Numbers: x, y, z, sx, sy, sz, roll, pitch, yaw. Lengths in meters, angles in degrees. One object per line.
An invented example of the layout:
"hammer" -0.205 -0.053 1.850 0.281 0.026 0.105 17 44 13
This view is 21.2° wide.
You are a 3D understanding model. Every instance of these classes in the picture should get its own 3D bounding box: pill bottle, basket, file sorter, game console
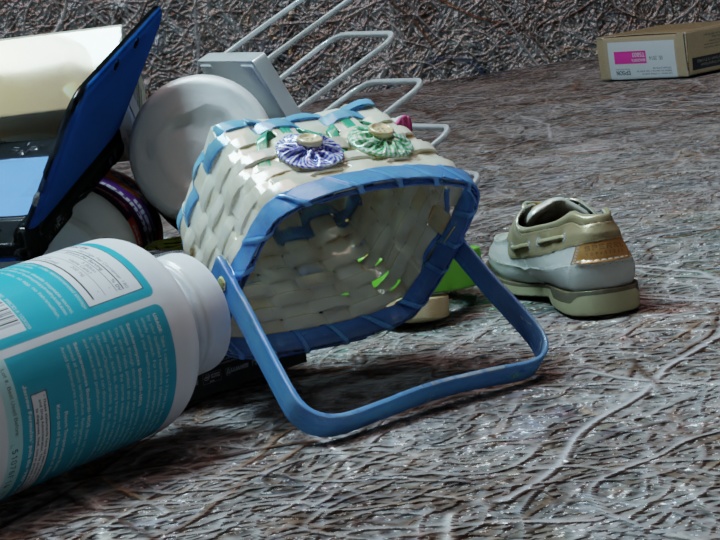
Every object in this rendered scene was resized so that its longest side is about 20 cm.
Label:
"pill bottle" -0.216 -0.013 1.456 0.110 0.113 0.200 -7 10 4
"pill bottle" -0.161 0.049 1.011 0.110 0.112 0.199 1 15 43
"pill bottle" -0.115 -0.081 1.502 0.110 0.112 0.200 -7 -6 0
"basket" -0.008 0.001 1.105 0.175 0.201 0.140 -13 -34 -36
"file sorter" -0.015 -0.123 1.588 0.124 0.201 0.139 -38 19 -16
"game console" -0.233 -0.097 1.343 0.169 0.119 0.200 -3 24 14

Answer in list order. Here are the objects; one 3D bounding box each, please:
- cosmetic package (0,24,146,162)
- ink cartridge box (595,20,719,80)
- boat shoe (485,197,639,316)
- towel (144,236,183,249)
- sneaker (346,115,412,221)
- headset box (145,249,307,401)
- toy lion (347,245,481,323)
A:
"cosmetic package" -0.272 -0.127 1.506 0.198 0.072 0.105 -7 -23 3
"ink cartridge box" 0.508 -0.357 3.115 0.164 0.076 0.199 -16 13 -36
"boat shoe" 0.139 -0.017 1.337 0.074 0.069 0.200 -10 9 -17
"towel" -0.118 -0.013 1.525 0.085 0.018 0.200 -7 -5 -1
"sneaker" -0.008 -0.060 1.411 0.087 0.082 0.200 -1 -12 -6
"headset box" -0.142 0.036 1.208 0.199 0.078 0.148 3 14 43
"toy lion" 0.000 0.000 1.400 0.198 0.069 0.191 -2 3 26
